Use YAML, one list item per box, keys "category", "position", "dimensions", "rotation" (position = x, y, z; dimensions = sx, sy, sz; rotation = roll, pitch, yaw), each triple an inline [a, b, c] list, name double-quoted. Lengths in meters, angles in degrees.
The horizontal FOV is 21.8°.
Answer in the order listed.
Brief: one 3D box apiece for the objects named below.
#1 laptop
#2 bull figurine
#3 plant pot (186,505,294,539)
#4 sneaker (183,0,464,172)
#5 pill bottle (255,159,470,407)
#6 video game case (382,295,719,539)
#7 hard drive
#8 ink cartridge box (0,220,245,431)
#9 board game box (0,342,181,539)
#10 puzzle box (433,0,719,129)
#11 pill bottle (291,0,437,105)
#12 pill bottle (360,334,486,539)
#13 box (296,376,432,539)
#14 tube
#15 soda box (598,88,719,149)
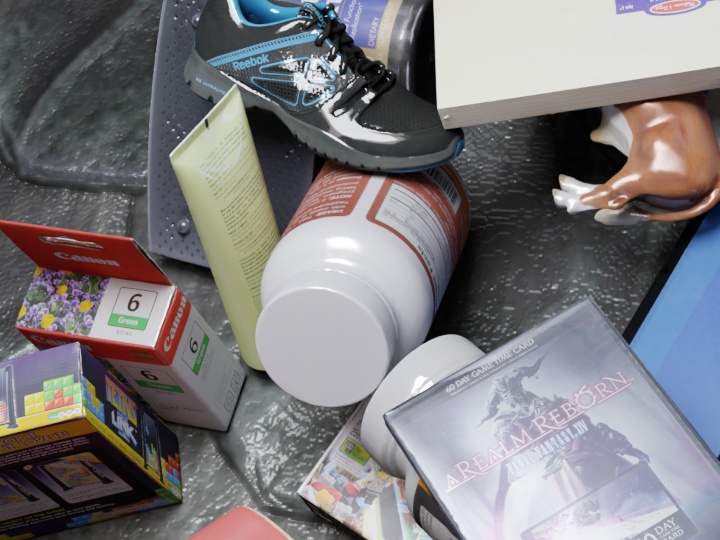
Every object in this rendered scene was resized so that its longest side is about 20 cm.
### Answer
- category: "laptop"
  position: [0.227, 0.033, 1.097]
  dimensions: [0.103, 0.200, 0.178]
  rotation: [29, 98, 2]
- category: "bull figurine"
  position: [0.173, -0.116, 1.208]
  dimensions: [0.121, 0.065, 0.201]
  rotation: [-18, 56, 14]
- category: "plant pot"
  position: [-0.089, 0.251, 1.119]
  dimensions: [0.177, 0.201, 0.200]
  rotation: [-42, 58, -16]
- category: "sneaker"
  position: [-0.022, -0.126, 1.212]
  dimensions: [0.199, 0.082, 0.073]
  rotation: [22, 28, 13]
- category: "pill bottle"
  position: [0.000, 0.000, 1.203]
  dimensions: [0.111, 0.113, 0.200]
  rotation: [-3, 27, 18]
- category: "video game case"
  position: [0.121, 0.120, 1.028]
  dimensions: [0.142, 0.019, 0.200]
  rotation: [-29, 56, -9]
- category: "hard drive"
  position: [-0.083, -0.098, 1.314]
  dimensions: [0.134, 0.042, 0.201]
  rotation: [14, 109, 24]
- category: "ink cartridge box"
  position: [-0.163, 0.039, 1.238]
  dimensions: [0.108, 0.200, 0.051]
  rotation: [8, 66, 23]
- category: "board game box"
  position: [-0.241, 0.125, 1.242]
  dimensions: [0.199, 0.165, 0.057]
  rotation: [-14, 60, 11]
- category: "puzzle box"
  position: [0.145, -0.163, 1.187]
  dimensions: [0.198, 0.025, 0.134]
  rotation: [-7, 58, 12]
- category: "pill bottle"
  position: [-0.031, -0.172, 1.355]
  dimensions: [0.199, 0.112, 0.112]
  rotation: [12, 68, 24]
- category: "pill bottle"
  position: [0.098, 0.133, 1.105]
  dimensions: [0.116, 0.116, 0.200]
  rotation: [-45, 59, -7]
- category: "box"
  position: [0.068, 0.152, 1.195]
  dimensions: [0.199, 0.035, 0.110]
  rotation: [29, 75, 29]
- category: "tube"
  position: [-0.079, -0.022, 1.241]
  dimensions: [0.052, 0.201, 0.058]
  rotation: [-16, 40, -1]
- category: "soda box"
  position: [0.199, -0.128, 1.280]
  dimensions: [0.068, 0.064, 0.200]
  rotation: [-35, 58, -1]
